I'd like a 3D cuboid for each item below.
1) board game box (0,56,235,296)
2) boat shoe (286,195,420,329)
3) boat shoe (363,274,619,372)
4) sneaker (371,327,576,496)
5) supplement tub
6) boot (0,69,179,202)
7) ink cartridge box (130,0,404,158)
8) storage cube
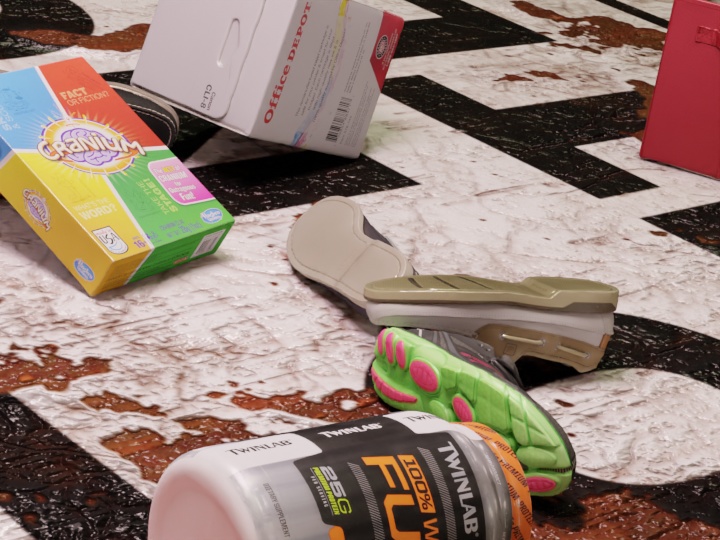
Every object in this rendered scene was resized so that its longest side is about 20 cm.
[{"bbox_3d":[-0.217,-0.079,1.572,0.200,0.040,0.153,46,34,15],"label":"board game box"},{"bbox_3d":[0.000,0.000,1.587,0.063,0.073,0.200,48,-4,-30],"label":"boat shoe"},{"bbox_3d":[0.098,0.042,1.480,0.199,0.069,0.075,3,11,-16],"label":"boat shoe"},{"bbox_3d":[0.088,0.086,1.366,0.084,0.077,0.200,-10,30,-32],"label":"sneaker"},{"bbox_3d":[-0.008,0.146,1.116,0.200,0.123,0.122,-8,28,-37],"label":"supplement tub"},{"bbox_3d":[-0.252,-0.109,1.694,0.199,0.073,0.151,12,25,-14],"label":"boot"},{"bbox_3d":[-0.083,-0.200,1.822,0.144,0.146,0.200,24,7,27],"label":"ink cartridge box"},{"bbox_3d":[0.404,-0.196,2.049,0.171,0.180,0.200,18,24,17],"label":"storage cube"}]
